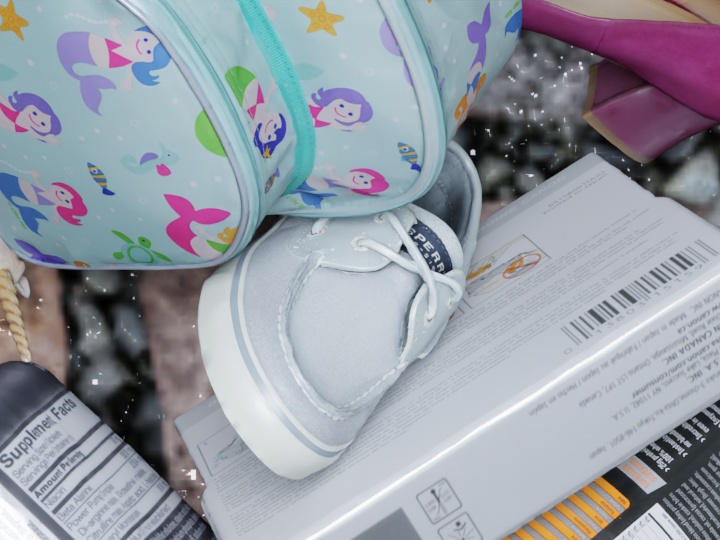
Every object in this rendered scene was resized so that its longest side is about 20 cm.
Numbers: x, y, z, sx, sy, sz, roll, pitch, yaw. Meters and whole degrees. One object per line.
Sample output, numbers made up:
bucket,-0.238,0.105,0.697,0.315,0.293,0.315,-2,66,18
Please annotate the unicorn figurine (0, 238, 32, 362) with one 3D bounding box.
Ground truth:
unicorn figurine,-0.178,-0.073,0.948,0.199,0.074,0.138,21,111,15

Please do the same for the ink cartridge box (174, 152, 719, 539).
ink cartridge box,0.035,0.042,0.909,0.199,0.174,0.044,-32,106,-3

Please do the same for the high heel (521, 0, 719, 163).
high heel,0.078,-0.118,0.917,0.200,0.096,0.068,33,44,-32

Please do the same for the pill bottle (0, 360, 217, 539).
pill bottle,-0.115,0.106,0.927,0.200,0.106,0.106,44,87,0

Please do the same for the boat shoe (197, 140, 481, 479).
boat shoe,0.001,0.001,0.886,0.071,0.201,0.070,-33,102,23

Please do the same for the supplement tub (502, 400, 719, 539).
supplement tub,0.086,0.114,0.903,0.200,0.123,0.123,-37,90,-19

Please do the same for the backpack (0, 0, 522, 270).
backpack,-0.054,-0.092,0.845,0.199,0.151,0.178,0,130,32
